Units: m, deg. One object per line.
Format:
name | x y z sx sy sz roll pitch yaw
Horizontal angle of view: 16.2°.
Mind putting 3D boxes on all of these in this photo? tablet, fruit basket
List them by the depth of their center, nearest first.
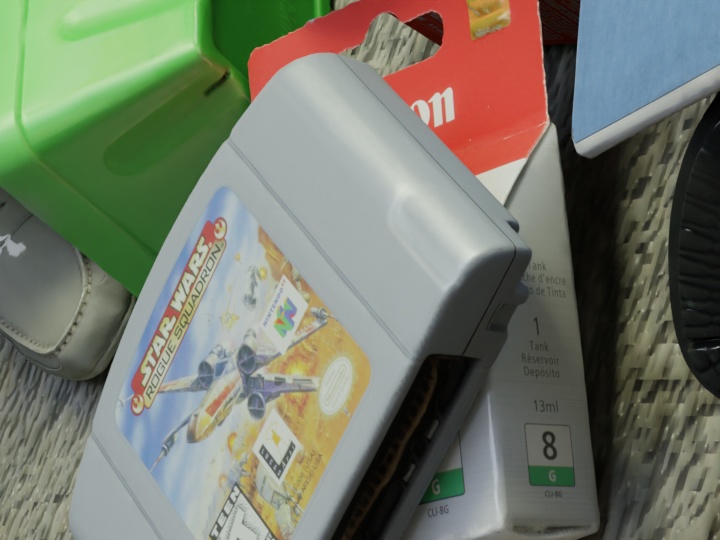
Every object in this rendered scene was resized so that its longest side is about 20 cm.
tablet | 0.095 -0.108 0.683 0.200 0.014 0.131 151 125 -76
fruit basket | -0.122 -0.083 1.018 0.215 0.155 0.216 -23 46 27

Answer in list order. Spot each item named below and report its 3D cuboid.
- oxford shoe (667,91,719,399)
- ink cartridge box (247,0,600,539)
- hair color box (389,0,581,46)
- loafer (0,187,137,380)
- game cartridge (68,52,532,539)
oxford shoe | 0.140 -0.056 0.708 0.084 0.072 0.201 -29 -44 -68
ink cartridge box | 0.000 0.000 0.835 0.161 0.050 0.201 -19 73 48
hair color box | 0.085 -0.139 0.854 0.200 0.064 0.111 4 70 54
loafer | -0.153 -0.009 1.091 0.070 0.070 0.200 -61 32 3
game cartridge | -0.028 0.040 0.803 0.133 0.041 0.201 46 119 40
